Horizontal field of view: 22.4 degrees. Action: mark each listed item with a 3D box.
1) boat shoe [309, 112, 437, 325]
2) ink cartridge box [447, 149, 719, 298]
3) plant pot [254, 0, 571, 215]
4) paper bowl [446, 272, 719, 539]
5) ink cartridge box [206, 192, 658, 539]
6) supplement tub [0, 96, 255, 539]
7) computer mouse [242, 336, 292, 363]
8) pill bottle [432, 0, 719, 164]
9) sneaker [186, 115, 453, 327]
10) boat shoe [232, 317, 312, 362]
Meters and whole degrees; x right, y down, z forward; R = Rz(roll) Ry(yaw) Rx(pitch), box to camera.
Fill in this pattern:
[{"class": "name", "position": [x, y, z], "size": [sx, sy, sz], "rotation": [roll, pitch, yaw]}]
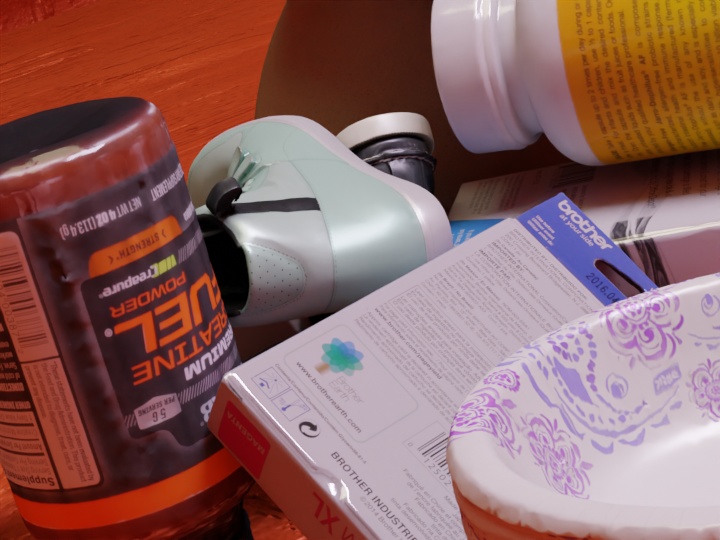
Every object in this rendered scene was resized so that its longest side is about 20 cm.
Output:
[{"class": "boat shoe", "position": [0.002, 0.000, 0.929], "size": [0.074, 0.066, 0.200], "rotation": [-6, -27, -22]}, {"class": "ink cartridge box", "position": [0.142, -0.003, 0.859], "size": [0.199, 0.086, 0.147], "rotation": [-9, 17, 14]}, {"class": "plant pot", "position": [0.015, -0.065, 1.051], "size": [0.200, 0.200, 0.135], "rotation": [11, 64, 56]}, {"class": "paper bowl", "position": [0.134, 0.077, 0.568], "size": [0.200, 0.105, 0.201], "rotation": [-14, 16, 4]}, {"class": "ink cartridge box", "position": [0.051, 0.051, 0.726], "size": [0.200, 0.042, 0.119], "rotation": [-30, 66, -36]}, {"class": "supplement tub", "position": [-0.101, 0.039, 0.729], "size": [0.106, 0.201, 0.107], "rotation": [-15, 18, 5]}, {"class": "computer mouse", "position": [-0.059, 0.069, 0.868], "size": [0.199, 0.046, 0.140], "rotation": [-10, 16, 16]}, {"class": "pill bottle", "position": [0.140, -0.109, 0.833], "size": [0.199, 0.113, 0.113], "rotation": [-7, 18, 23]}, {"class": "sneaker", "position": [-0.060, -0.026, 0.830], "size": [0.118, 0.074, 0.200], "rotation": [-7, 16, -31]}, {"class": "boat shoe", "position": [-0.098, 0.022, 1.002], "size": [0.199, 0.075, 0.093], "rotation": [-6, 26, 32]}]
